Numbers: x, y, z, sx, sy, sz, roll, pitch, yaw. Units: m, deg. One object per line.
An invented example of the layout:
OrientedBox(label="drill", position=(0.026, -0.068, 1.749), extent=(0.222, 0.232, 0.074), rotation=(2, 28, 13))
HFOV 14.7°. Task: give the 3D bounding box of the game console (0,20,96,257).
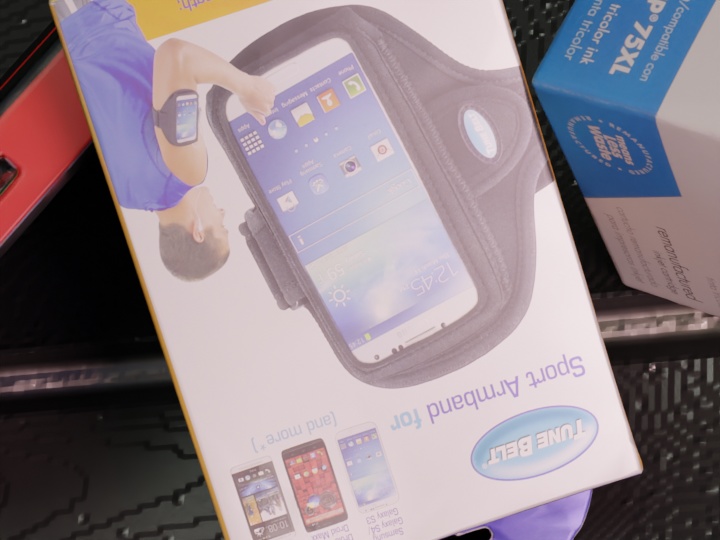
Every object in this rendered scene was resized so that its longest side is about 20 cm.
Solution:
OrientedBox(label="game console", position=(-0.116, -0.029, 0.861), extent=(0.031, 0.177, 0.200), rotation=(43, 78, -9))

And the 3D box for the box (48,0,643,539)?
OrientedBox(label="box", position=(0.000, 0.000, 0.775), extent=(0.118, 0.041, 0.201), rotation=(-18, 99, -1))

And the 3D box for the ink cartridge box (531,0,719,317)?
OrientedBox(label="ink cartridge box", position=(0.158, -0.021, 0.758), extent=(0.199, 0.116, 0.067), rotation=(20, 69, 30))
